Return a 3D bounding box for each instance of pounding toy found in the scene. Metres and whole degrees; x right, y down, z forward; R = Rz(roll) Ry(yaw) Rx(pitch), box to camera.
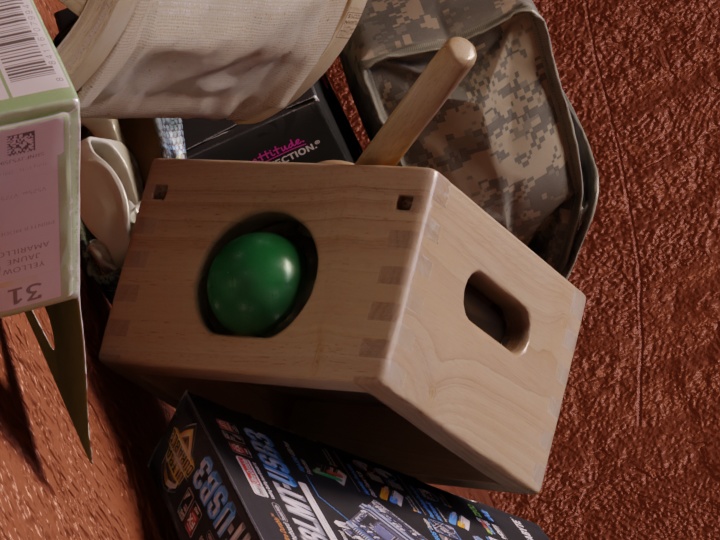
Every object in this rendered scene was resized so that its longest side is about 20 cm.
[{"bbox_3d":[0.000,0.000,1.217,0.200,0.183,0.143,37,62,-52],"label":"pounding toy"}]

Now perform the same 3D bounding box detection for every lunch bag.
[{"bbox_3d":[0.062,-0.082,1.500,0.164,0.117,0.201,-107,178,-58],"label":"lunch bag"}]

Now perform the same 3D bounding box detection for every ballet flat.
[{"bbox_3d":[-0.122,-0.062,1.312,0.200,0.074,0.074,66,4,33],"label":"ballet flat"}]

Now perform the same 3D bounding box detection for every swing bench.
[{"bbox_3d":[-0.099,-0.170,1.125,0.200,0.130,0.199,57,25,13],"label":"swing bench"}]

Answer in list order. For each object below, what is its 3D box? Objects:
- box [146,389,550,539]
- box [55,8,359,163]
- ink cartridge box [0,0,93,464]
[{"bbox_3d":[0.020,0.141,1.165,0.198,0.050,0.200,20,14,-24],"label":"box"},{"bbox_3d":[-0.065,-0.057,1.479,0.200,0.124,0.149,63,5,-49],"label":"box"},{"bbox_3d":[-0.141,-0.037,0.971,0.200,0.048,0.146,98,-28,-48],"label":"ink cartridge box"}]
